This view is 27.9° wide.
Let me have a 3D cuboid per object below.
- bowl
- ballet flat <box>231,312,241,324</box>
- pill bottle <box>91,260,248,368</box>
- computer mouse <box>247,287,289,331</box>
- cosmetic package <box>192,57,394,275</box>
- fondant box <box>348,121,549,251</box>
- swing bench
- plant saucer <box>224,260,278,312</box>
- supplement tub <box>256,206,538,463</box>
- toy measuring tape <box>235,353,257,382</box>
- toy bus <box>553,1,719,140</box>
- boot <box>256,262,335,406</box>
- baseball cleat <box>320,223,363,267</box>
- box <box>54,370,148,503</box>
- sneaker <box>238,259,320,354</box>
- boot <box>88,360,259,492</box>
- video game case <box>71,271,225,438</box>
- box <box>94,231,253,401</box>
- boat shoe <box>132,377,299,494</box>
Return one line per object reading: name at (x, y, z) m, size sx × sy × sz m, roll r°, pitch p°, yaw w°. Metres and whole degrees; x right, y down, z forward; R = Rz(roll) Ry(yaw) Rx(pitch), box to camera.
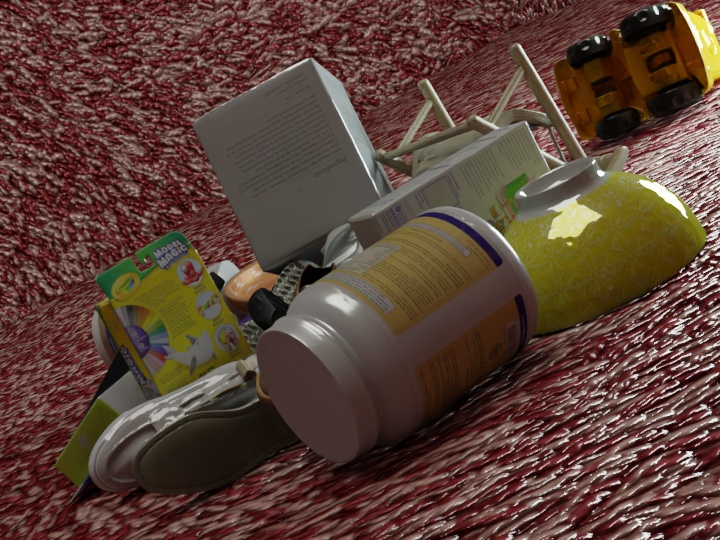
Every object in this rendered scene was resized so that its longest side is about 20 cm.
bowl at (0.195, -0.036, 1.294) m, size 0.200 × 0.108 × 0.200 m, roll -26°, pitch 11°, yaw 5°
ballet flat at (-0.168, 0.092, 1.708) m, size 0.069 × 0.070 × 0.200 m, roll -26°, pitch 11°, yaw 8°
pill bottle at (-0.248, 0.062, 1.931) m, size 0.200 × 0.111 × 0.111 m, roll -24°, pitch 11°, yaw 18°
computer mouse at (-0.073, 0.072, 1.509) m, size 0.034 × 0.059 × 0.200 m, roll -53°, pitch 30°, yaw 6°
cosmetic package at (-0.067, -0.115, 1.716) m, size 0.165 × 0.200 × 0.165 m, roll -27°, pitch -9°, yaw 9°
fondant box at (0.107, -0.036, 1.411) m, size 0.200 × 0.144 × 0.058 m, roll -32°, pitch 10°, yaw -23°
swing bench at (0.162, -0.133, 1.677) m, size 0.199 × 0.200 × 0.130 m, roll -13°, pitch 40°, yaw 57°
plant saucer at (-0.074, 0.011, 1.851) m, size 0.200 × 0.038 × 0.200 m, roll -15°, pitch 17°, yaw 5°
supplement tub at (0.030, 0.052, 1.178) m, size 0.200 × 0.146 × 0.145 m, roll -33°, pitch 12°, yaw -29°
toy measuring tape at (-0.024, 0.072, 1.419) m, size 0.200 × 0.074 × 0.074 m, roll -29°, pitch 10°, yaw -13°
toy bus at (0.385, -0.266, 1.917) m, size 0.200 × 0.136 × 0.192 m, roll -23°, pitch -2°, yaw 34°
boot at (-0.052, 0.055, 1.287) m, size 0.073 × 0.076 × 0.200 m, roll 0°, pitch 24°, yaw 10°
baseball cleat at (0.000, 0.000, 1.525) m, size 0.106 × 0.070 × 0.200 m, roll -35°, pitch 31°, yaw 24°
box at (-0.245, 0.151, 1.546) m, size 0.122 × 0.048 × 0.200 m, roll -54°, pitch -7°, yaw 35°
sneaker at (-0.111, 0.083, 1.631) m, size 0.200 × 0.070 × 0.100 m, roll -48°, pitch -4°, yaw -31°
boot at (-0.168, 0.151, 1.402) m, size 0.200 × 0.074 × 0.096 m, roll -34°, pitch 12°, yaw -19°
video game case at (-0.245, 0.110, 1.655) m, size 0.200 × 0.025 × 0.181 m, roll -57°, pitch -9°, yaw 33°
box at (-0.186, 0.070, 1.484) m, size 0.117 × 0.200 × 0.048 m, roll -33°, pitch 12°, yaw -32°
boat shoe at (-0.113, 0.144, 1.309) m, size 0.201 × 0.072 × 0.061 m, roll -22°, pitch 11°, yaw -15°
